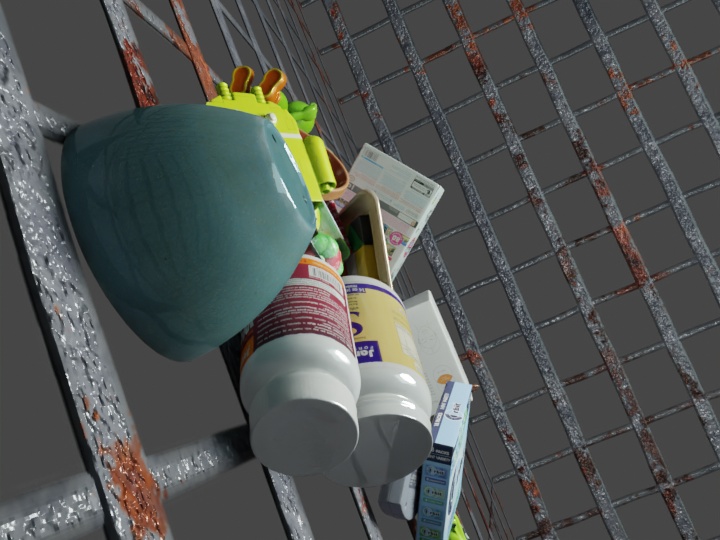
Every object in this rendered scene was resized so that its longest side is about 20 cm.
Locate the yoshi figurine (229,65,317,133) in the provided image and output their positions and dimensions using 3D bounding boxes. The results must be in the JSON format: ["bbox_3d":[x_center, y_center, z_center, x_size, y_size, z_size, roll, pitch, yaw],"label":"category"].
[{"bbox_3d":[-0.131,-0.265,1.151,0.113,0.111,0.200,63,3,25],"label":"yoshi figurine"}]

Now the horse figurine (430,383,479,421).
[{"bbox_3d":[0.160,0.298,1.370,0.050,0.201,0.133,31,-1,11],"label":"horse figurine"}]

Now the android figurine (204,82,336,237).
[{"bbox_3d":[-0.114,-0.125,0.793,0.180,0.041,0.202,-2,65,-37],"label":"android figurine"}]

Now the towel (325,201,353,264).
[{"bbox_3d":[-0.067,-0.090,1.113,0.202,0.022,0.145,70,-25,15],"label":"towel"}]

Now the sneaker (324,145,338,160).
[{"bbox_3d":[-0.072,-0.131,1.239,0.079,0.075,0.202,-122,-156,-53],"label":"sneaker"}]

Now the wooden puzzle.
[{"bbox_3d":[0.000,0.000,1.053,0.185,0.037,0.202,146,-68,-68],"label":"wooden puzzle"}]

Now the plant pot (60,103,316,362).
[{"bbox_3d":[-0.113,-0.047,0.553,0.200,0.134,0.202,-23,90,-82],"label":"plant pot"}]

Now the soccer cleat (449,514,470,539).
[{"bbox_3d":[0.160,0.469,1.193,0.081,0.067,0.202,-161,-133,-84],"label":"soccer cleat"}]

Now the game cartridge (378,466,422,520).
[{"bbox_3d":[0.067,0.274,0.976,0.200,0.041,0.135,56,49,-67],"label":"game cartridge"}]

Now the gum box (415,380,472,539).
[{"bbox_3d":[0.124,0.294,1.044,0.170,0.044,0.202,-49,144,-64],"label":"gum box"}]

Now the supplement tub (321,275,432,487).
[{"bbox_3d":[-0.001,0.121,0.790,0.201,0.144,0.146,-105,168,-49],"label":"supplement tub"}]

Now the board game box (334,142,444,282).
[{"bbox_3d":[0.026,-0.086,1.178,0.147,0.201,0.064,31,7,10],"label":"board game box"}]

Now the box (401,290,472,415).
[{"bbox_3d":[0.100,0.164,1.309,0.106,0.151,0.202,-61,128,-80],"label":"box"}]

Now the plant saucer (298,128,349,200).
[{"bbox_3d":[-0.108,-0.151,0.919,0.199,0.032,0.201,26,25,-13],"label":"plant saucer"}]

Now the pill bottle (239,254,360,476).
[{"bbox_3d":[-0.057,0.081,0.654,0.201,0.109,0.110,-101,166,-55],"label":"pill bottle"}]

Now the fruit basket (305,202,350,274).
[{"bbox_3d":[-0.057,-0.033,0.947,0.186,0.093,0.200,61,-8,-34],"label":"fruit basket"}]
